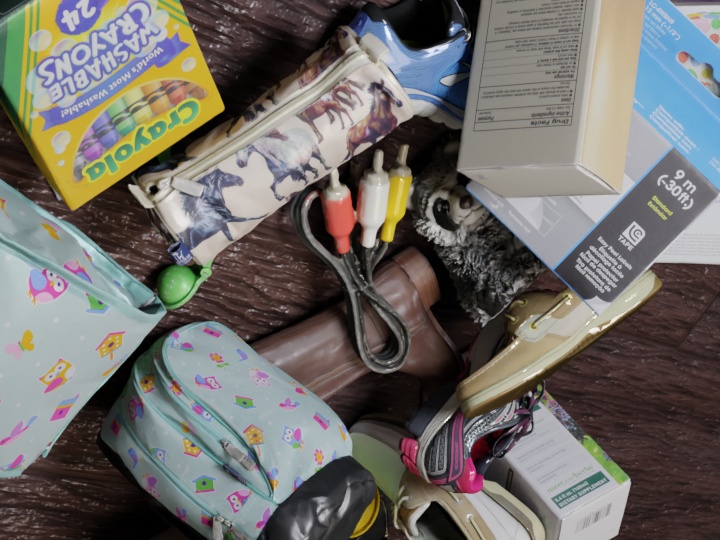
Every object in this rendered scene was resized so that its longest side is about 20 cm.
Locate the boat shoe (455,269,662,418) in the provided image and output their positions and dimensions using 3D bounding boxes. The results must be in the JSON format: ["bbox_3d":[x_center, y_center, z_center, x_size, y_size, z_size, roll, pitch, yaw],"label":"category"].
[{"bbox_3d":[0.150,0.046,1.494,0.200,0.066,0.074,-33,170,-18],"label":"boat shoe"}]

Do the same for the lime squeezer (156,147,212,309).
[{"bbox_3d":[-0.140,-0.002,1.339,0.070,0.038,0.200,-7,131,-39],"label":"lime squeezer"}]

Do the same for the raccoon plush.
[{"bbox_3d":[0.076,-0.025,1.512,0.097,0.134,0.200,-44,179,-24],"label":"raccoon plush"}]

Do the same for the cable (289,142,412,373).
[{"bbox_3d":[0.000,0.000,1.425,0.097,0.050,0.201,-18,116,-26],"label":"cable"}]

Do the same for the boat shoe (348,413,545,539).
[{"bbox_3d":[0.060,0.194,1.578,0.068,0.200,0.075,-39,148,-37],"label":"boat shoe"}]

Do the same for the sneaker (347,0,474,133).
[{"bbox_3d":[0.066,-0.156,1.345,0.199,0.079,0.089,1,128,-43],"label":"sneaker"}]

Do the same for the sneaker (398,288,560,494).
[{"bbox_3d":[0.122,0.104,1.544,0.200,0.075,0.081,-52,139,-14],"label":"sneaker"}]

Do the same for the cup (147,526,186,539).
[{"bbox_3d":[-0.093,0.271,1.516,0.143,0.200,0.200,-44,144,2],"label":"cup"}]

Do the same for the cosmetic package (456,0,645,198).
[{"bbox_3d":[0.140,-0.156,1.310,0.071,0.105,0.201,25,70,-52],"label":"cosmetic package"}]

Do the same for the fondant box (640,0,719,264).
[{"bbox_3d":[0.229,-0.108,1.425,0.058,0.144,0.201,-42,132,-69],"label":"fondant box"}]

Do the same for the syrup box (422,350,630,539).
[{"bbox_3d":[0.142,0.160,1.625,0.079,0.200,0.082,-24,141,-25],"label":"syrup box"}]

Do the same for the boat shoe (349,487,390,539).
[{"bbox_3d":[0.001,0.282,1.728,0.074,0.066,0.200,-11,133,-35],"label":"boat shoe"}]

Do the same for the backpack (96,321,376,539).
[{"bbox_3d":[-0.095,0.137,1.391,0.127,0.200,0.167,-56,166,18],"label":"backpack"}]

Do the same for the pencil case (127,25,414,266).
[{"bbox_3d":[-0.059,-0.086,1.247,0.200,0.078,0.089,-35,168,3],"label":"pencil case"}]

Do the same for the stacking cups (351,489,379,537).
[{"bbox_3d":[-0.062,0.177,1.582,0.061,0.061,0.200,-49,139,8],"label":"stacking cups"}]

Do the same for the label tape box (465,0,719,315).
[{"bbox_3d":[0.198,-0.088,1.374,0.200,0.143,0.066,-47,176,23],"label":"label tape box"}]

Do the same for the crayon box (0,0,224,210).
[{"bbox_3d":[-0.167,-0.126,1.179,0.126,0.052,0.200,-35,143,-11],"label":"crayon box"}]

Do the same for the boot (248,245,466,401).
[{"bbox_3d":[-0.015,0.094,1.528,0.200,0.064,0.187,-34,130,-17],"label":"boot"}]

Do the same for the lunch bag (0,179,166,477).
[{"bbox_3d":[-0.244,0.041,1.217,0.170,0.122,0.200,-48,138,6],"label":"lunch bag"}]
